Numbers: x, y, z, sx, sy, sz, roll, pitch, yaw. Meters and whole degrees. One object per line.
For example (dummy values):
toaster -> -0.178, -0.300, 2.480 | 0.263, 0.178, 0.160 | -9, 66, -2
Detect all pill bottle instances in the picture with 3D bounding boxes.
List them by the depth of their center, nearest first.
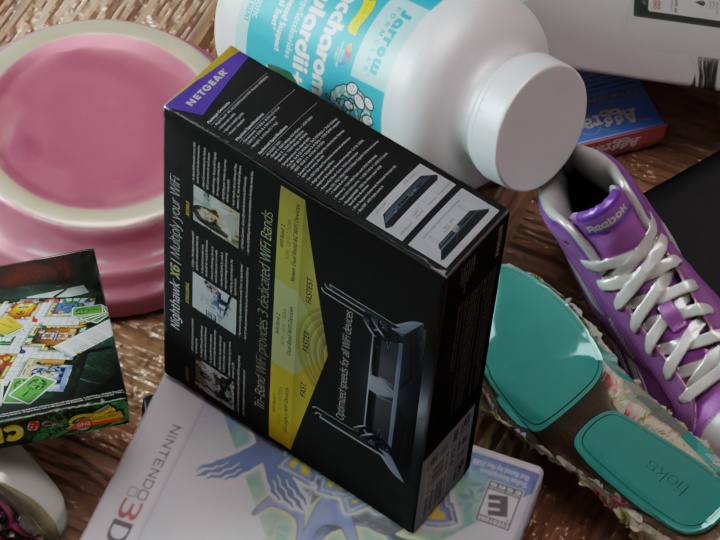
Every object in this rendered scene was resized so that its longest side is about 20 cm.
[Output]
pill bottle -> 0.024, -0.110, 1.304 | 0.111, 0.111, 0.199 | -37, 46, -28

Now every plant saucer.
plant saucer -> -0.142, -0.067, 1.347 | 0.199, 0.051, 0.201 | 3, 52, -3

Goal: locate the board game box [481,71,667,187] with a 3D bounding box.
board game box -> 0.064, -0.092, 1.404 | 0.199, 0.020, 0.103 | -13, 52, -15

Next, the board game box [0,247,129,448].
board game box -> -0.216, 0.049, 1.177 | 0.199, 0.024, 0.105 | -10, 49, -8

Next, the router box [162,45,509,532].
router box -> -0.017, 0.013, 1.150 | 0.157, 0.201, 0.052 | 32, 55, 19

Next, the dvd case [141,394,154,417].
dvd case -> -0.030, 0.141, 1.213 | 0.142, 0.018, 0.201 | -3, 53, -8

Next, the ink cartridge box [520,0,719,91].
ink cartridge box -> 0.184, -0.167, 1.394 | 0.199, 0.085, 0.146 | 8, 28, -3

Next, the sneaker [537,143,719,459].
sneaker -> 0.148, 0.017, 1.257 | 0.073, 0.114, 0.201 | -37, 55, 2

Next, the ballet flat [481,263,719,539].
ballet flat -> 0.117, 0.081, 1.245 | 0.075, 0.064, 0.200 | -35, 60, -10

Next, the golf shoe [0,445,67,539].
golf shoe -> -0.209, 0.063, 1.225 | 0.200, 0.073, 0.092 | 38, 58, 22

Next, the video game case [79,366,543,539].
video game case -> -0.031, 0.138, 1.189 | 0.199, 0.022, 0.183 | 18, 52, 9

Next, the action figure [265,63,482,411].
action figure -> 0.000, 0.000, 1.263 | 0.055, 0.118, 0.200 | -33, 68, -7

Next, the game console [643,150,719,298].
game console -> 0.259, 0.021, 1.332 | 0.175, 0.117, 0.201 | 8, 45, -38
